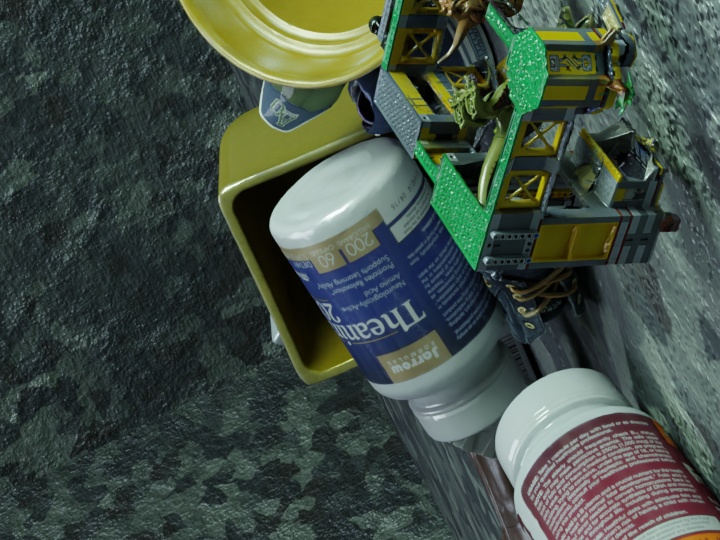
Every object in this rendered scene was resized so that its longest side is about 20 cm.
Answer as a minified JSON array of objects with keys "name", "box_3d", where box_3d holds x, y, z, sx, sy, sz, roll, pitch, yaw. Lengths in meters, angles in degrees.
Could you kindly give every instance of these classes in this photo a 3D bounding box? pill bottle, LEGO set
[{"name":"pill bottle","box_3d":[0.031,0.018,1.261,0.201,0.110,0.111,57,178,-21]},{"name":"LEGO set","box_3d":[0.093,-0.092,0.885,0.200,0.115,0.155,-128,42,-53]},{"name":"pill bottle","box_3d":[0.167,0.160,1.152,0.201,0.113,0.115,59,174,49]}]

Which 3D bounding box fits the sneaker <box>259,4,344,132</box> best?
[{"name":"sneaker","box_3d":[-0.030,-0.167,1.283,0.067,0.090,0.201,33,-150,-9]}]

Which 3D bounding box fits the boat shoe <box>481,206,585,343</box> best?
[{"name":"boat shoe","box_3d":[0.115,-0.003,1.179,0.092,0.070,0.200,63,-177,0]}]

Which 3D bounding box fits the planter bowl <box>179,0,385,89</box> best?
[{"name":"planter bowl","box_3d":[-0.023,-0.222,1.146,0.083,0.199,0.202,-30,-85,-58]}]

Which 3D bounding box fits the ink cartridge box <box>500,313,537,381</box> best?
[{"name":"ink cartridge box","box_3d":[0.134,0.102,1.689,0.200,0.057,0.164,-101,-14,-76]}]

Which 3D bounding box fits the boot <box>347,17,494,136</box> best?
[{"name":"boot","box_3d":[0.033,-0.127,1.249,0.073,0.090,0.200,63,175,8]}]

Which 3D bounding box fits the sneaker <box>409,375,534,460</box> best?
[{"name":"sneaker","box_3d":[0.110,0.110,1.368,0.199,0.077,0.080,33,-179,3]}]

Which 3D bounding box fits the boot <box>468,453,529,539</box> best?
[{"name":"boot","box_3d":[0.155,0.242,2.037,0.201,0.064,0.186,61,163,-3]}]

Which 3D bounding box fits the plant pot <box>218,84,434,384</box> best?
[{"name":"plant pot","box_3d":[-0.005,-0.067,1.485,0.201,0.194,0.196,-109,-4,-59]}]

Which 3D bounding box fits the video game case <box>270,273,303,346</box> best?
[{"name":"video game case","box_3d":[0.000,0.000,1.619,0.201,0.180,0.023,-98,29,-42]}]
